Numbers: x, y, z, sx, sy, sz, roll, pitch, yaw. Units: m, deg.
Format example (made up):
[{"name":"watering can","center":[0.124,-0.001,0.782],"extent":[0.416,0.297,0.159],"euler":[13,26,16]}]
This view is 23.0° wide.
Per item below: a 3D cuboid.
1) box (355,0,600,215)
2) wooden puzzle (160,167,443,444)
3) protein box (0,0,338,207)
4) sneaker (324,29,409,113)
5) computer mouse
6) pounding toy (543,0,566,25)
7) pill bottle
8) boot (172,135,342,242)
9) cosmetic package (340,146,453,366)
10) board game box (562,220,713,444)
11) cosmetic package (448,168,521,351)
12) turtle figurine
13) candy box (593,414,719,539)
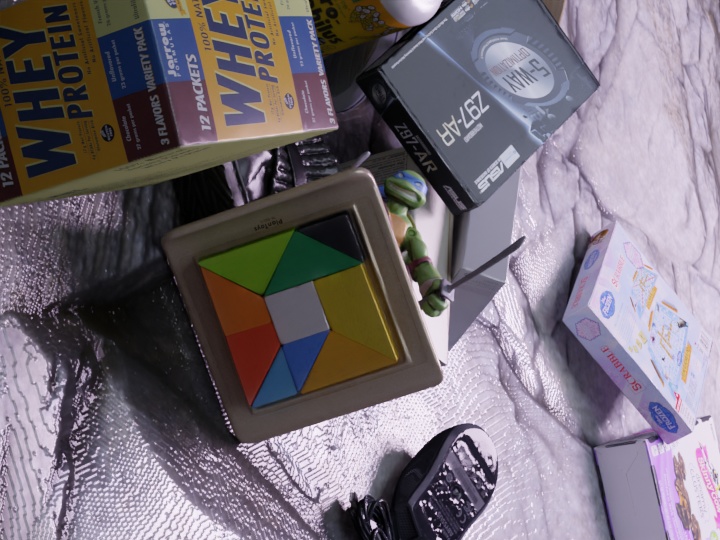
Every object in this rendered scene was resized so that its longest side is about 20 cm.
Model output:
[{"name":"box","center":[0.112,-0.174,1.649],"extent":[0.200,0.044,0.160],"euler":[-43,104,-29]},{"name":"wooden puzzle","center":[-0.048,0.034,1.451],"extent":[0.037,0.185,0.200],"euler":[-75,146,-73]},{"name":"protein box","center":[-0.162,-0.141,1.322],"extent":[0.200,0.198,0.135],"euler":[-14,90,-57]},{"name":"sneaker","center":[0.019,-0.209,1.734],"extent":[0.071,0.073,0.200],"euler":[54,39,-26]},{"name":"computer mouse","center":[0.059,0.219,1.670],"extent":[0.200,0.053,0.139],"euler":[-45,116,-41]},{"name":"pounding toy","center":[0.119,-0.213,1.804],"extent":[0.184,0.142,0.200],"euler":[102,5,-52]},{"name":"pill bottle","center":[0.005,-0.267,1.616],"extent":[0.113,0.200,0.113],"euler":[25,59,-51]},{"name":"boot","center":[-0.096,-0.127,1.522],"extent":[0.158,0.079,0.211],"euler":[-22,108,-50]},{"name":"cosmetic package","center":[0.026,-0.007,1.645],"extent":[0.073,0.103,0.200],"euler":[32,54,-48]},{"name":"board game box","center":[0.327,0.070,2.064],"extent":[0.200,0.041,0.200],"euler":[50,32,-13]},{"name":"cosmetic package","center":[0.106,-0.042,1.738],"extent":[0.052,0.151,0.200],"euler":[18,58,-12]},{"name":"turtle figurine","center":[0.000,0.000,1.500],"extent":[0.144,0.200,0.194],"euler":[28,92,-28]},{"name":"candy box","center":[0.364,0.269,2.082],"extent":[0.200,0.071,0.168],"euler":[-9,85,-57]}]
